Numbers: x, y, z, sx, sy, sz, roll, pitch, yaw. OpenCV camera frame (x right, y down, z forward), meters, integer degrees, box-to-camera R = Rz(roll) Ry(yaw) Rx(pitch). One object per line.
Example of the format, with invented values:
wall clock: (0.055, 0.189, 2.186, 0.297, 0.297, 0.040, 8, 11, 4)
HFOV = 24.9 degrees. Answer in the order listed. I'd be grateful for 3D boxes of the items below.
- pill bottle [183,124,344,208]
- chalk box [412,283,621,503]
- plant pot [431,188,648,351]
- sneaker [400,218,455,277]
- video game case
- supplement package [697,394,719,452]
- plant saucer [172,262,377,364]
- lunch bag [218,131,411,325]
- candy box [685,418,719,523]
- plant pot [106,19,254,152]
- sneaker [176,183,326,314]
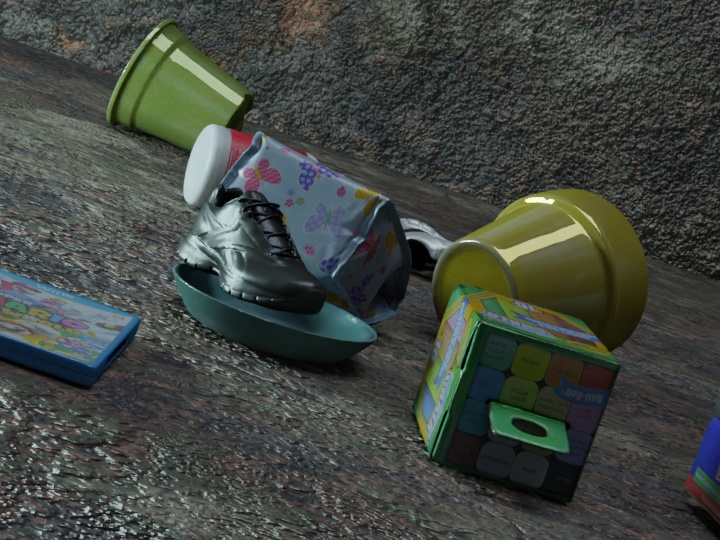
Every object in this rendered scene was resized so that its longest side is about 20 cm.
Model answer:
pill bottle: (-0.124, -0.114, 2.159, 0.200, 0.112, 0.112, 16, 9, -21)
chalk box: (0.126, 0.100, 1.324, 0.124, 0.124, 0.200, 18, 8, -8)
plant pot: (0.189, 0.017, 1.835, 0.189, 0.201, 0.201, -12, 29, -43)
sneaker: (0.125, -0.008, 2.245, 0.200, 0.074, 0.080, 16, 23, 6)
video game case: (-0.252, 0.037, 1.240, 0.143, 0.018, 0.200, 19, 8, -1)
supplement package: (0.465, 0.172, 1.648, 0.200, 0.117, 0.117, 24, 9, 25)
plant saucer: (-0.084, 0.044, 1.511, 0.200, 0.036, 0.200, 19, 8, -3)
lunch bag: (-0.046, -0.025, 1.670, 0.169, 0.127, 0.200, 29, -13, 20)
candy box: (0.399, 0.206, 1.376, 0.200, 0.077, 0.169, 19, 10, -10)
plant pot: (-0.283, -0.278, 2.670, 0.184, 0.201, 0.200, 32, 9, 3)
sneaker: (-0.096, -0.022, 1.479, 0.076, 0.091, 0.200, 14, 11, -44)
